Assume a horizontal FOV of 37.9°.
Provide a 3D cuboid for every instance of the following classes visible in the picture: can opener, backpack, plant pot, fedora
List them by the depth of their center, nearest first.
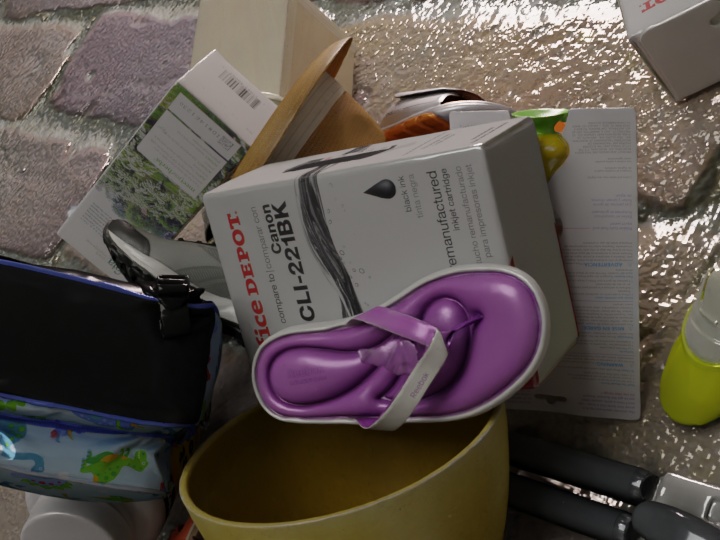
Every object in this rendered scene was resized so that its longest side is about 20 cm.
[{"bbox_3d":[0.151,0.134,0.618,0.200,0.066,0.053,9,69,51],"label":"can opener"},{"bbox_3d":[0.007,0.160,0.646,0.200,0.142,0.200,-16,16,5],"label":"plant pot"},{"bbox_3d":[-0.188,0.076,0.697,0.200,0.183,0.147,120,160,-79],"label":"backpack"},{"bbox_3d":[-0.036,-0.088,0.819,0.201,0.082,0.201,-56,4,5],"label":"fedora"}]

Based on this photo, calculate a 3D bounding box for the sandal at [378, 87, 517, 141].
[{"bbox_3d":[0.045,-0.119,0.884,0.207,0.079,0.059,-12,57,39],"label":"sandal"}]

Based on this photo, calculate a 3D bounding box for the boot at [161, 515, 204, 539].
[{"bbox_3d":[-0.137,0.224,0.813,0.107,0.075,0.200,20,78,53],"label":"boot"}]

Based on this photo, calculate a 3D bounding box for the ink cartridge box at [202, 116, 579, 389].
[{"bbox_3d":[0.016,-0.003,0.652,0.200,0.144,0.084,-6,15,33],"label":"ink cartridge box"}]

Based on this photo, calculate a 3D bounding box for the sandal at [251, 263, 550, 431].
[{"bbox_3d":[0.013,0.055,0.588,0.203,0.050,0.083,-21,87,34],"label":"sandal"}]

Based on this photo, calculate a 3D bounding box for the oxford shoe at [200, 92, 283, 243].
[{"bbox_3d":[-0.103,-0.083,0.955,0.200,0.075,0.058,119,152,-50],"label":"oxford shoe"}]

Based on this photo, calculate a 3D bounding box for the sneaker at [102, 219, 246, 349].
[{"bbox_3d":[-0.100,0.008,0.791,0.074,0.200,0.079,113,-178,-71],"label":"sneaker"}]

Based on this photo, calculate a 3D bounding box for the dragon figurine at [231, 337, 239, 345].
[{"bbox_3d":[-0.147,0.025,0.971,0.059,0.099,0.200,-60,24,-12],"label":"dragon figurine"}]

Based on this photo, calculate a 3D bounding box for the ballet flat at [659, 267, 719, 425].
[{"bbox_3d":[0.242,0.005,0.620,0.200,0.067,0.067,-46,41,7],"label":"ballet flat"}]

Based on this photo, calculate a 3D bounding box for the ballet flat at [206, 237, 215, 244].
[{"bbox_3d":[-0.127,0.009,0.858,0.200,0.075,0.068,-29,83,-10],"label":"ballet flat"}]

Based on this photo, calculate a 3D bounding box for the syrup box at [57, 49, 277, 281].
[{"bbox_3d":[-0.161,-0.080,0.880,0.200,0.079,0.081,-43,11,33],"label":"syrup box"}]

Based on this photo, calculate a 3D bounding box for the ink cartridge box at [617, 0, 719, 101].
[{"bbox_3d":[0.261,-0.243,0.767,0.146,0.084,0.200,-24,48,29],"label":"ink cartridge box"}]

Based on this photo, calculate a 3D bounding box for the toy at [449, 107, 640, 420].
[{"bbox_3d":[0.122,-0.007,0.673,0.115,0.200,0.047,2,22,24],"label":"toy"}]

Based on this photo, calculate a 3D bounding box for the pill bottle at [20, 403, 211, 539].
[{"bbox_3d":[-0.194,0.153,0.838,0.109,0.109,0.200,-30,22,24],"label":"pill bottle"}]

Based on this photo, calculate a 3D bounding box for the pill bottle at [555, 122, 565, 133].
[{"bbox_3d":[0.088,-0.023,0.754,0.200,0.106,0.106,-41,42,13],"label":"pill bottle"}]

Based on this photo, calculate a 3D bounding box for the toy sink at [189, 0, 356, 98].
[{"bbox_3d":[-0.085,-0.193,1.034,0.130,0.112,0.200,-19,55,33],"label":"toy sink"}]
